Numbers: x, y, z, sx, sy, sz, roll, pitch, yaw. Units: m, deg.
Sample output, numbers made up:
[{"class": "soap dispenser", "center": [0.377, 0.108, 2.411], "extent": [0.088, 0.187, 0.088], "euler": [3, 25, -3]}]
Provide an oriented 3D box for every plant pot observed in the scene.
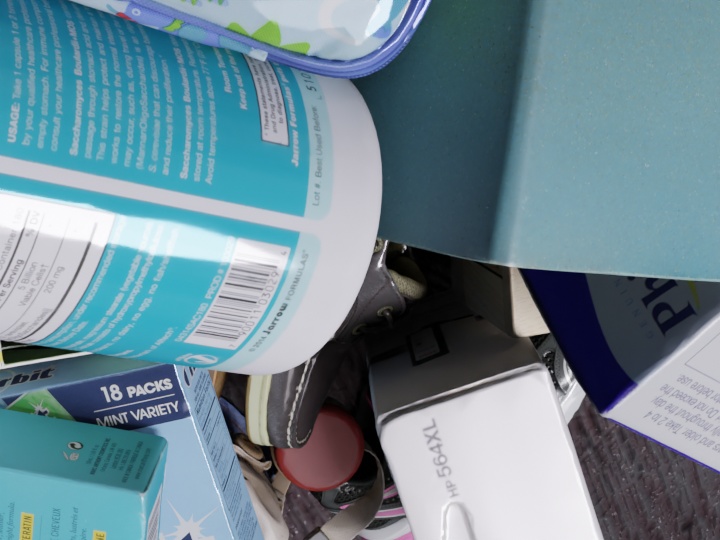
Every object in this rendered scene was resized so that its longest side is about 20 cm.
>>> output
[{"class": "plant pot", "center": [0.067, -0.107, 0.630], "extent": [0.141, 0.141, 0.200], "euler": [4, 97, -40]}]

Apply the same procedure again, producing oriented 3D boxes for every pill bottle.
[{"class": "pill bottle", "center": [-0.101, -0.033, 0.550], "extent": [0.200, 0.111, 0.111], "euler": [11, 125, -33]}]

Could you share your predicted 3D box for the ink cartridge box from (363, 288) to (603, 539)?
[{"class": "ink cartridge box", "center": [0.063, 0.099, 0.874], "extent": [0.084, 0.200, 0.146], "euler": [-19, 102, 2]}]

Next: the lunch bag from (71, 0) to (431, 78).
[{"class": "lunch bag", "center": [-0.059, -0.157, 0.515], "extent": [0.200, 0.082, 0.161], "euler": [19, 104, -8]}]

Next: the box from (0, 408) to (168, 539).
[{"class": "box", "center": [-0.190, 0.103, 0.780], "extent": [0.200, 0.049, 0.082], "euler": [9, 115, 2]}]

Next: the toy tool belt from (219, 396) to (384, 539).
[{"class": "toy tool belt", "center": [-0.087, 0.125, 0.946], "extent": [0.200, 0.123, 0.125], "euler": [-40, 103, 3]}]

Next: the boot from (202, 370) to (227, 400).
[{"class": "boot", "center": [-0.061, -0.001, 0.845], "extent": [0.075, 0.074, 0.200], "euler": [-18, 139, -33]}]

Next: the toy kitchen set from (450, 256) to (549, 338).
[{"class": "toy kitchen set", "center": [0.133, -0.081, 0.882], "extent": [0.200, 0.163, 0.181], "euler": [-9, 105, -16]}]

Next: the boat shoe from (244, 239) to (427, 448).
[{"class": "boat shoe", "center": [0.000, 0.000, 0.833], "extent": [0.073, 0.065, 0.200], "euler": [-37, 148, -70]}]

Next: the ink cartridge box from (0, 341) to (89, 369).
[{"class": "ink cartridge box", "center": [-0.191, 0.024, 0.730], "extent": [0.200, 0.145, 0.048], "euler": [-14, 97, -46]}]

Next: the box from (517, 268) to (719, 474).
[{"class": "box", "center": [0.199, -0.012, 0.732], "extent": [0.200, 0.105, 0.184], "euler": [-45, 135, 19]}]

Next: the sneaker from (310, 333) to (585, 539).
[{"class": "sneaker", "center": [0.048, 0.079, 1.000], "extent": [0.086, 0.080, 0.200], "euler": [32, 105, -38]}]

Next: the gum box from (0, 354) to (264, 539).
[{"class": "gum box", "center": [-0.134, 0.136, 0.842], "extent": [0.170, 0.045, 0.200], "euler": [-11, 112, 11]}]
